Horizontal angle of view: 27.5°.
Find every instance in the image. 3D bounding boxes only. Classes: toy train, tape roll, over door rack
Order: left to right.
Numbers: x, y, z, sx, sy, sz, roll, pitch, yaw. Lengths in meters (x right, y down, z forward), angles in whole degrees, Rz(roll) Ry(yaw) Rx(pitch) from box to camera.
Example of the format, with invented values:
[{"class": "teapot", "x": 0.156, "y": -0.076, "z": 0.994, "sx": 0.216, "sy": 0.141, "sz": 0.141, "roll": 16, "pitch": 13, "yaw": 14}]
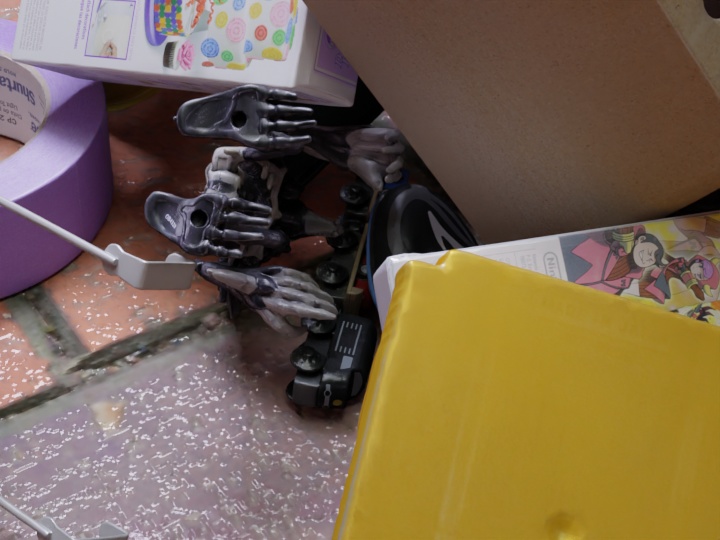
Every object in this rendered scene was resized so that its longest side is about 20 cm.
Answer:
[{"class": "tape roll", "x": -0.245, "y": -0.067, "z": 0.852, "sx": 0.198, "sy": 0.066, "sz": 0.201, "roll": 2, "pitch": 41, "yaw": -1}, {"class": "over door rack", "x": -0.186, "y": 0.031, "z": 0.677, "sx": 0.198, "sy": 0.149, "sz": 0.066, "roll": 22, "pitch": 14, "yaw": 22}, {"class": "toy train", "x": 0.000, "y": 0.000, "z": 0.812, "sx": 0.045, "sy": 0.034, "sz": 0.201, "roll": 12, "pitch": 43, "yaw": 3}]

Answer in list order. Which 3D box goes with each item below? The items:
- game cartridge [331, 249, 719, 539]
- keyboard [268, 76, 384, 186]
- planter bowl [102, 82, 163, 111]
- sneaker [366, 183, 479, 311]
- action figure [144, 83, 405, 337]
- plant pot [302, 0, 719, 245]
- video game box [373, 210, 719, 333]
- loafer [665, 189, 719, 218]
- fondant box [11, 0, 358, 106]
[{"class": "game cartridge", "x": 0.078, "y": 0.106, "z": 0.592, "sx": 0.174, "sy": 0.032, "sz": 0.202, "roll": 16, "pitch": 75, "yaw": -6}, {"class": "keyboard", "x": 0.013, "y": -0.133, "z": 0.868, "sx": 0.039, "sy": 0.200, "sz": 0.105, "roll": 20, "pitch": 39, "yaw": -44}, {"class": "planter bowl", "x": -0.148, "y": -0.207, "z": 0.911, "sx": 0.199, "sy": 0.083, "sz": 0.202, "roll": -25, "pitch": 50, "yaw": 33}, {"class": "sneaker", "x": 0.059, "y": 0.028, "z": 0.733, "sx": 0.070, "sy": 0.083, "sz": 0.201, "roll": -4, "pitch": 49, "yaw": -20}, {"class": "action figure", "x": -0.040, "y": -0.029, "z": 0.744, "sx": 0.101, "sy": 0.200, "sz": 0.120, "roll": 19, "pitch": 88, "yaw": 8}, {"class": "plant pot", "x": 0.124, "y": -0.137, "z": 0.676, "sx": 0.200, "sy": 0.200, "sz": 0.177, "roll": -48, "pitch": 22, "yaw": -21}, {"class": "video game box", "x": 0.110, "y": 0.081, "z": 0.639, "sx": 0.180, "sy": 0.047, "sz": 0.202, "roll": -8, "pitch": 80, "yaw": -9}, {"class": "loafer", "x": 0.178, "y": -0.044, "z": 0.795, "sx": 0.199, "sy": 0.071, "sz": 0.068, "roll": -11, "pitch": 38, "yaw": 22}, {"class": "fondant box", "x": -0.086, "y": -0.169, "z": 0.773, "sx": 0.198, "sy": 0.146, "sz": 0.058, "roll": 10, "pitch": 0, "yaw": 34}]
